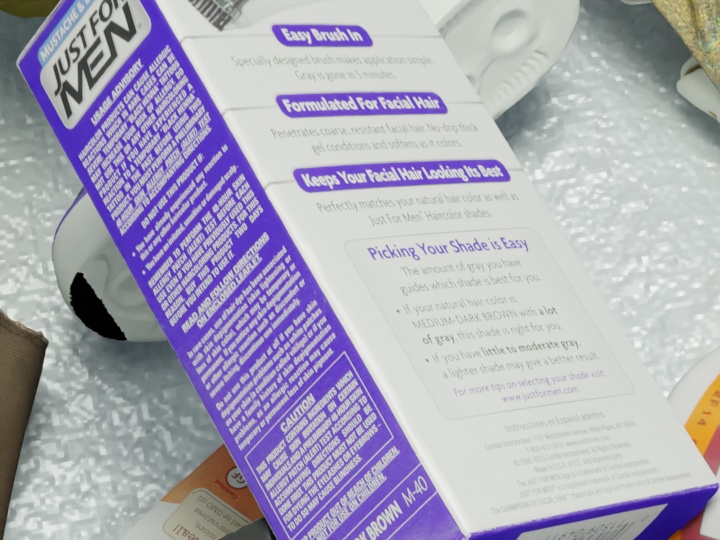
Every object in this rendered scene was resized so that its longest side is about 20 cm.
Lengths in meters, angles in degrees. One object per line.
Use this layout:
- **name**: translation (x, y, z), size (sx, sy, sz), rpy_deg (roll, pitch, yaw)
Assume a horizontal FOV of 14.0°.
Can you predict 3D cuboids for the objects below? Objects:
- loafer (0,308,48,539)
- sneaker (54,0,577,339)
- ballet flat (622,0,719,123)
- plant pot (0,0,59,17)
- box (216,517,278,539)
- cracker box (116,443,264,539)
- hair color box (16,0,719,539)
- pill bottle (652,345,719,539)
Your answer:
- **loafer**: translation (-0.131, 0.034, 0.898), size (0.071, 0.073, 0.201), rpy_deg (-15, 74, 5)
- **sneaker**: translation (-0.039, -0.077, 0.980), size (0.200, 0.081, 0.147), rpy_deg (-36, 47, -6)
- **ballet flat**: translation (0.118, -0.092, 0.973), size (0.071, 0.071, 0.200), rpy_deg (-38, 95, -19)
- **plant pot**: translation (-0.090, -0.186, 0.907), size (0.199, 0.176, 0.201), rpy_deg (1, 55, 42)
- **box**: translation (-0.072, 0.165, 0.714), size (0.157, 0.050, 0.200), rpy_deg (-24, 31, 7)
- **cracker box**: translation (-0.059, 0.162, 0.844), size (0.134, 0.058, 0.200), rpy_deg (39, 69, 24)
- **hair color box**: translation (0.000, 0.000, 0.812), size (0.109, 0.065, 0.201), rpy_deg (-4, 58, -47)
- **pill bottle**: translation (0.178, 0.088, 0.801), size (0.199, 0.113, 0.113), rpy_deg (14, 56, 43)
